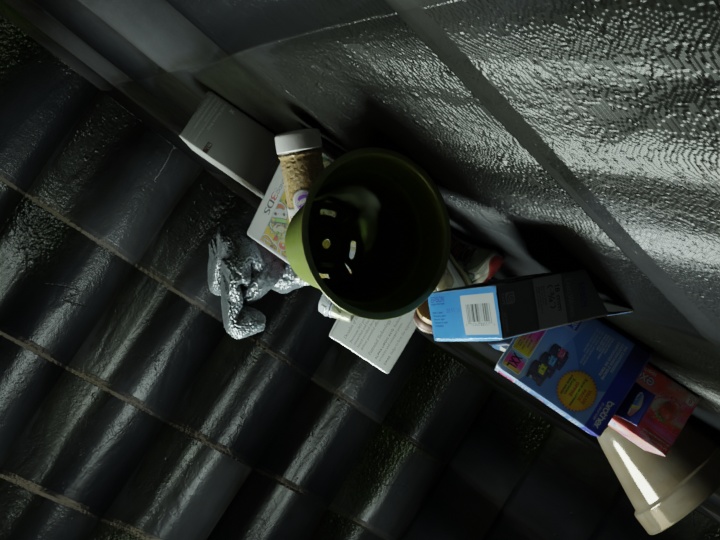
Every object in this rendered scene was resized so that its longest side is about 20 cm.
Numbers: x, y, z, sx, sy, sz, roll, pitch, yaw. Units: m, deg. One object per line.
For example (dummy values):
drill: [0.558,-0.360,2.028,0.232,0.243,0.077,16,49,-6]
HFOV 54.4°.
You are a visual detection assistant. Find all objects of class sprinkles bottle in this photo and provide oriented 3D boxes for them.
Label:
sprinkles bottle: [-0.076,-0.102,1.024,0.068,0.067,0.204,-160,60,-72]

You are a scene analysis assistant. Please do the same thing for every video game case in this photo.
video game case: [-0.059,-0.081,1.080,0.198,0.184,0.023,33,-160,10]

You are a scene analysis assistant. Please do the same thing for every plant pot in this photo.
plant pot: [-0.013,-0.040,0.910,0.199,0.202,0.189,36,164,-18]
plant pot: [0.508,0.318,1.203,0.174,0.200,0.200,49,180,20]

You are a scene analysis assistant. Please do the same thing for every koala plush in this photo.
koala plush: [-0.152,-0.010,1.223,0.197,0.186,0.178,-8,-140,-24]

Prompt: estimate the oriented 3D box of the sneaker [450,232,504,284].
sneaker: [0.131,-0.017,1.045,0.199,0.078,0.083,5,133,58]

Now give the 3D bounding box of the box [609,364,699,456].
box: [0.384,0.177,1.058,0.199,0.103,0.095,35,176,8]

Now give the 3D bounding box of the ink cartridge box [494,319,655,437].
ink cartridge box: [0.307,0.137,0.982,0.198,0.138,0.076,33,179,13]

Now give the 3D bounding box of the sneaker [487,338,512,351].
sneaker: [0.311,0.138,1.362,0.082,0.075,0.200,33,177,-11]

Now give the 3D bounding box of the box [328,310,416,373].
box: [0.058,0.057,1.310,0.130,0.202,0.199,31,-171,6]

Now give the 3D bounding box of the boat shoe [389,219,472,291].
boat shoe: [0.099,0.005,0.983,0.074,0.068,0.203,-27,89,54]

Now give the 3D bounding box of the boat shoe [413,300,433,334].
boat shoe: [0.165,0.076,1.078,0.197,0.071,0.071,-2,-134,-27]

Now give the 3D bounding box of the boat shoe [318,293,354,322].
boat shoe: [0.000,0.000,1.165,0.061,0.202,0.072,25,156,10]

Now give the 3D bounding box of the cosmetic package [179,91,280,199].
cosmetic package: [-0.218,-0.223,1.290,0.198,0.108,0.090,32,174,10]

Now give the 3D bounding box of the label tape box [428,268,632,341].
label tape box: [0.202,0.038,0.848,0.197,0.065,0.144,-9,179,-27]
